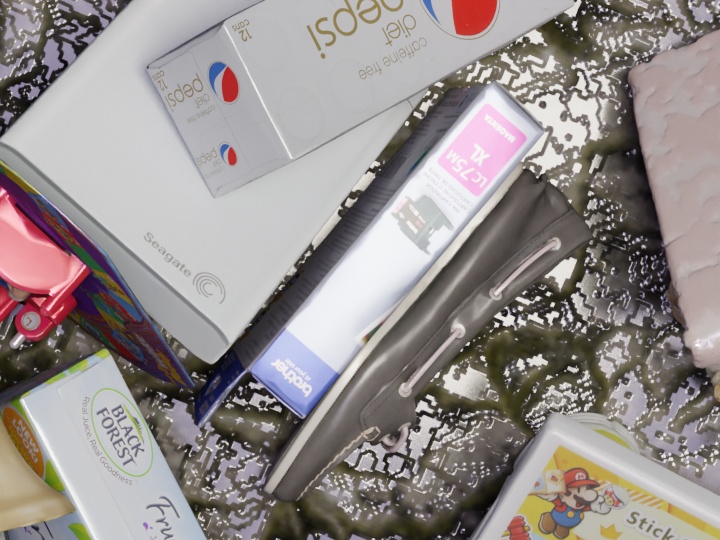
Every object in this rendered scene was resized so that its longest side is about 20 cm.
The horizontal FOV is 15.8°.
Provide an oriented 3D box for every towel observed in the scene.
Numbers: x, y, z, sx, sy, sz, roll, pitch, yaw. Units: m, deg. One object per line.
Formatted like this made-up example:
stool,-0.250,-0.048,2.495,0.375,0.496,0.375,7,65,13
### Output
towel,0.225,-0.058,1.152,0.199,0.191,0.032,-22,132,14

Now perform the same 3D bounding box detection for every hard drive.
hard drive,-0.064,-0.066,1.166,0.132,0.027,0.200,41,48,-5

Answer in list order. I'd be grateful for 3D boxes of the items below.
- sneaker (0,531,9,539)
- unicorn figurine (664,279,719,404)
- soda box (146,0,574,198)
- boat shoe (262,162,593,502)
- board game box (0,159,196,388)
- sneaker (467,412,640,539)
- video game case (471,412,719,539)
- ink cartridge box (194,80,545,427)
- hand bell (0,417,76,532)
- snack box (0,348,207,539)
sneaker,-0.245,0.106,1.176,0.146,0.077,0.203,-15,95,30
unicorn figurine,0.213,0.085,1.215,0.074,0.137,0.201,-22,79,7
soda box,0.004,-0.106,1.162,0.200,0.064,0.068,-31,96,-39
boat shoe,0.033,0.038,1.219,0.057,0.067,0.200,38,86,0
board game box,-0.157,0.000,1.134,0.158,0.200,0.039,33,74,29
sneaker,0.069,0.158,1.214,0.078,0.090,0.201,28,91,-6
video game case,0.129,0.181,1.166,0.199,0.023,0.182,28,114,-4
ink cartridge box,0.000,0.000,1.188,0.042,0.119,0.200,43,88,-6
hand bell,-0.189,0.015,1.075,0.104,0.104,0.201,-12,87,-3
snack box,-0.109,0.142,1.172,0.053,0.142,0.201,-29,94,-27
